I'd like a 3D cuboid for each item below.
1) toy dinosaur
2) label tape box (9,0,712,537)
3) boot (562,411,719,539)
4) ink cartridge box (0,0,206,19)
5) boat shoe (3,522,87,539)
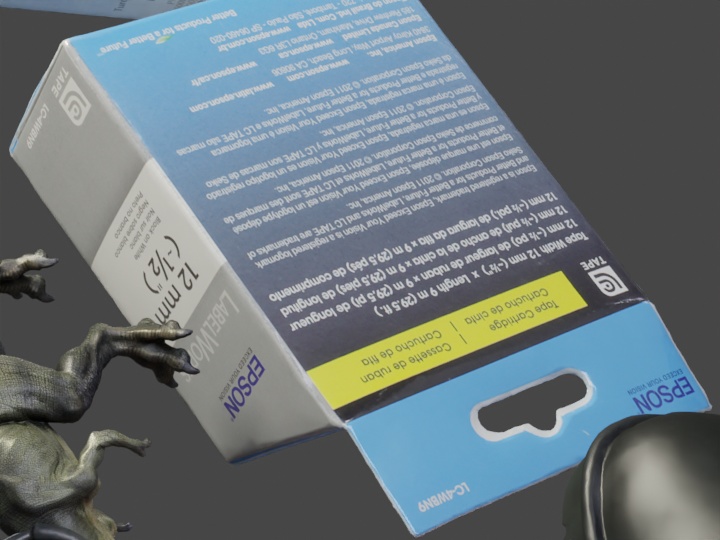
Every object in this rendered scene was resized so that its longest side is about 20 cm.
[{"bbox_3d":[-0.108,0.033,0.904,0.200,0.048,0.088,41,51,13],"label":"toy dinosaur"},{"bbox_3d":[0.000,0.000,0.979,0.143,0.066,0.200,-20,67,-39],"label":"label tape box"},{"bbox_3d":[0.126,0.078,0.621,0.073,0.163,0.199,0,54,-29],"label":"boot"},{"bbox_3d":[-0.132,-0.166,1.059,0.199,0.047,0.161,4,51,-30],"label":"ink cartridge box"},{"bbox_3d":[-0.106,0.156,0.781,0.072,0.068,0.201,22,47,-11],"label":"boat shoe"}]
